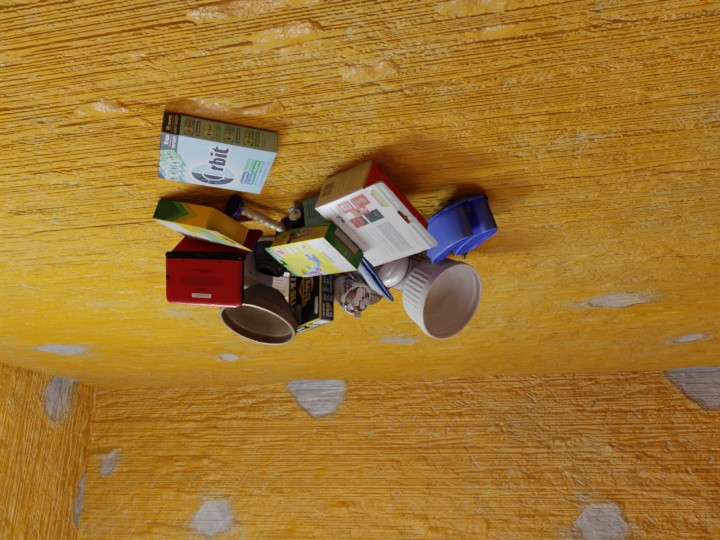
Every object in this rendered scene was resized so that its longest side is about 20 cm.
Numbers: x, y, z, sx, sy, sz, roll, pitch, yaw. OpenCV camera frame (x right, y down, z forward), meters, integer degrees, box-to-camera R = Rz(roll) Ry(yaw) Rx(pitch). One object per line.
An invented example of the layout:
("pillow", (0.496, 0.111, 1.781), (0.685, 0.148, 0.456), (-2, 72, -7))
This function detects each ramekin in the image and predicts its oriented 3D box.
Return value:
("ramekin", (0.198, 0.060, 1.568), (0.199, 0.202, 0.105), (18, -171, -40))

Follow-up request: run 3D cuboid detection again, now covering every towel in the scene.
("towel", (0.000, 0.000, 1.526), (0.147, 0.024, 0.200), (53, 171, -25))

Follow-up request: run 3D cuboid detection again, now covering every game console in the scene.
("game console", (-0.334, -0.010, 1.448), (0.198, 0.175, 0.119), (2, -176, 19))

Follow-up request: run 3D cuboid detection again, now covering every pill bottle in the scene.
("pill bottle", (0.105, -0.005, 1.612), (0.199, 0.113, 0.112), (19, 153, -40))

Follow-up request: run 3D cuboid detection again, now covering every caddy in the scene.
("caddy", (0.206, -0.099, 1.370), (0.140, 0.106, 0.200), (-16, 167, -24))

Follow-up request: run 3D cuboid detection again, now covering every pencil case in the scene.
("pencil case", (-0.055, 0.052, 1.639), (0.077, 0.090, 0.200), (7, -168, -33))

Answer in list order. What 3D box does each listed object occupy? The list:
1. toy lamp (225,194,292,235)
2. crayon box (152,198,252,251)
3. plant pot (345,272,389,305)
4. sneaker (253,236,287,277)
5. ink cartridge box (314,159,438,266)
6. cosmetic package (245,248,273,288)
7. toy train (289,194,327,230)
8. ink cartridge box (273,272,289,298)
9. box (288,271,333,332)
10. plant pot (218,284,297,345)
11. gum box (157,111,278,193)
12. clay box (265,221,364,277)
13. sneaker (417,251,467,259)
("toy lamp", (-0.211, -0.110, 1.412), (0.058, 0.059, 0.199), (-16, 155, 38))
("crayon box", (-0.336, -0.099, 1.369), (0.198, 0.052, 0.126), (12, 168, 32))
("plant pot", (0.005, 0.041, 1.772), (0.198, 0.094, 0.201), (1, 160, 1))
("sneaker", (-0.172, -0.032, 1.563), (0.198, 0.100, 0.071), (-3, 158, 7))
("ink cartridge box", (0.042, -0.116, 1.259), (0.174, 0.084, 0.200), (-16, 134, 38))
("cosmetic package", (-0.308, -0.025, 1.586), (0.073, 0.103, 0.199), (-12, 158, 29))
("toy train", (-0.081, -0.095, 1.415), (0.113, 0.088, 0.200), (-14, 156, 19))
("ink cartridge box", (-0.283, 0.057, 1.856), (0.115, 0.068, 0.200), (9, 159, -22))
("box", (-0.130, 0.049, 1.637), (0.049, 0.202, 0.159), (12, 158, -33))
("plant pot", (-0.249, 0.100, 1.591), (0.199, 0.093, 0.202), (11, 148, 7))
("gum box", (-0.266, -0.210, 1.156), (0.198, 0.045, 0.170), (6, 160, -18))
("clay box", (-0.102, -0.041, 1.336), (0.199, 0.048, 0.115), (-6, 141, 44))
("sneaker", (0.163, -0.061, 1.510), (0.198, 0.076, 0.071), (-4, 160, 10))
